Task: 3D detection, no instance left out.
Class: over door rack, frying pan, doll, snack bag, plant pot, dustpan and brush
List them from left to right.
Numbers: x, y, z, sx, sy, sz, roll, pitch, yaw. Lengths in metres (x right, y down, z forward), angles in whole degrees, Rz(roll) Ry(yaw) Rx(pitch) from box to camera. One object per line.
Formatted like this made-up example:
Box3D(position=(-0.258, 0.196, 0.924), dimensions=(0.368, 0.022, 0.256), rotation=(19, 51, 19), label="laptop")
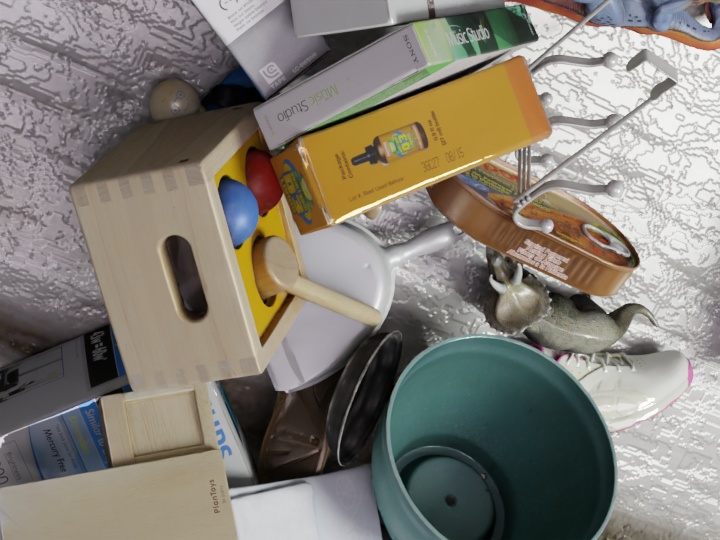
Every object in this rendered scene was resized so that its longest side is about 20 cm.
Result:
Box3D(position=(-0.070, -0.108, 1.250), dimensions=(0.199, 0.048, 0.137), rotation=(16, 96, -18), label="doll")
Box3D(position=(-0.028, 0.255, 1.253), dimensions=(0.199, 0.021, 0.190), rotation=(0, 77, -55), label="snack bag")
Box3D(position=(0.000, 0.000, 1.293), dimensions=(0.199, 0.057, 0.140), rotation=(-23, 89, -1), label="dustpan and brush")
Box3D(position=(0.016, 0.087, 1.292), dimensions=(0.031, 0.190, 0.116), rotation=(22, 115, 14), label="frying pan")
Box3D(position=(0.092, 0.172, 1.301), dimensions=(0.199, 0.201, 0.134), rotation=(8, 148, -18), label="plant pot")
Box3D(position=(0.182, -0.137, 1.197), dimensions=(0.066, 0.148, 0.200), rotation=(18, 140, -17), label="over door rack")

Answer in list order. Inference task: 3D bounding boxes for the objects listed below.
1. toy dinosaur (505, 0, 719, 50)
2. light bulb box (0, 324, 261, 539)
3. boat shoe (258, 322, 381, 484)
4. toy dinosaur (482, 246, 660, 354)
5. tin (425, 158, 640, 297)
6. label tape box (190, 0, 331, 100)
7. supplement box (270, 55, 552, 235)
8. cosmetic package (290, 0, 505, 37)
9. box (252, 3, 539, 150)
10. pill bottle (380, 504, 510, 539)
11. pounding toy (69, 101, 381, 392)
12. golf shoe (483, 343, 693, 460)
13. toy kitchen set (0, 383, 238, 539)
Box3D(position=(0.218, -0.225, 1.287), dimensions=(0.199, 0.106, 0.181), rotation=(-27, 132, 34), label="toy dinosaur")
Box3D(position=(-0.193, 0.159, 1.282), dimensions=(0.199, 0.125, 0.199), rotation=(-22, 115, -4), label="light bulb box")
Box3D(position=(-0.033, 0.093, 1.332), dimensions=(0.072, 0.065, 0.201), rotation=(18, 88, 4), label="boat shoe")
Box3D(position=(0.168, 0.041, 1.343), dimensions=(0.199, 0.102, 0.077), rotation=(24, 104, -21), label="toy dinosaur")
Box3D(position=(0.139, -0.042, 1.298), dimensions=(0.199, 0.112, 0.042), rotation=(25, 119, -21), label="tin")
Box3D(position=(-0.113, -0.232, 1.135), dimensions=(0.063, 0.144, 0.200), rotation=(-37, 116, 3), label="label tape box")
Box3D(position=(0.038, -0.091, 1.156), dimensions=(0.199, 0.069, 0.067), rotation=(-23, 93, -26), label="supplement box")
Box3D(position=(0.026, -0.230, 1.135), dimensions=(0.081, 0.200, 0.114), rotation=(-3, 102, 30), label="cosmetic package")
Box3D(position=(0.030, -0.144, 1.160), dimensions=(0.144, 0.200, 0.037), rotation=(-25, 91, 30), label="box")
Box3D(position=(0.055, 0.270, 1.397), dimensions=(0.199, 0.113, 0.114), rotation=(-12, 114, -10), label="pill bottle")
Box3D(position=(-0.090, -0.008, 1.166), dimensions=(0.141, 0.184, 0.201), rotation=(-9, 109, 16), label="pounding toy")
Box3D(position=(0.196, 0.098, 1.391), dimensions=(0.199, 0.075, 0.092), rotation=(-19, 111, -8), label="golf shoe")
Box3D(position=(-0.186, 0.211, 1.197), dimensions=(0.162, 0.181, 0.201), rotation=(-8, 74, -15), label="toy kitchen set")
